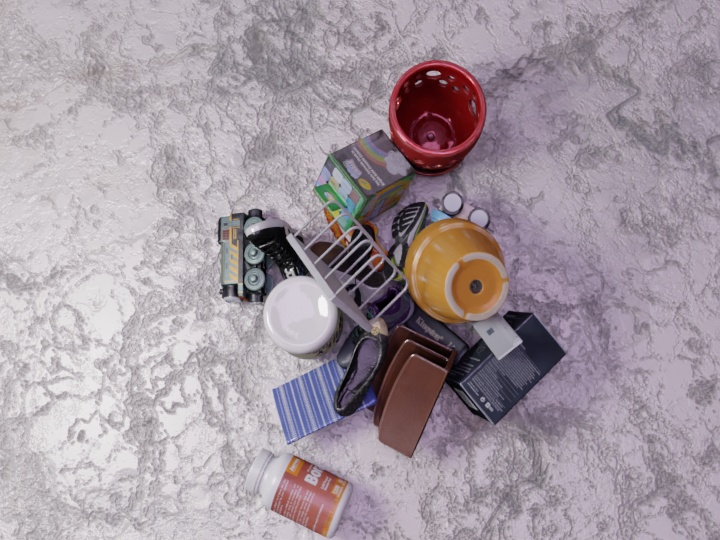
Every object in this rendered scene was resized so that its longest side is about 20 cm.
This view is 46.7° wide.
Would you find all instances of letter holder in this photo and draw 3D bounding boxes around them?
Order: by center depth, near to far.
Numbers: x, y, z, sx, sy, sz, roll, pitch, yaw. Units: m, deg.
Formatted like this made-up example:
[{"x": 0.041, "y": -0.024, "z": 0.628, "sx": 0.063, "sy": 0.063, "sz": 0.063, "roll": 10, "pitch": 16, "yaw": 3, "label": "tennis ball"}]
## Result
[{"x": 0.082, "y": 0.229, "z": 1.618, "sx": 0.140, "sy": 0.101, "sz": 0.204, "roll": 25, "pitch": 112, "yaw": 9, "label": "letter holder"}]

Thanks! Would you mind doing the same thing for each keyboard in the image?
[{"x": 0.257, "y": 0.114, "z": 1.603, "sx": 0.056, "sy": 0.200, "sz": 0.011, "roll": -44, "pitch": 109, "yaw": 6, "label": "keyboard"}]

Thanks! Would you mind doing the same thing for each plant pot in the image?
[{"x": 0.195, "y": 0.013, "z": 1.584, "sx": 0.195, "sy": 0.183, "sz": 0.206, "roll": -1, "pitch": 100, "yaw": -8, "label": "plant pot"}, {"x": 0.155, "y": -0.303, "z": 1.727, "sx": 0.195, "sy": 0.183, "sz": 0.206, "roll": 0, "pitch": 78, "yaw": 2, "label": "plant pot"}]

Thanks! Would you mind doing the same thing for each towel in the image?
[{"x": -0.073, "y": 0.252, "z": 1.668, "sx": 0.196, "sy": 0.024, "sz": 0.146, "roll": -25, "pitch": 44, "yaw": -2, "label": "towel"}]

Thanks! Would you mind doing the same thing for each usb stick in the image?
[{"x": 0.138, "y": 0.117, "z": 1.685, "sx": 0.056, "sy": 0.033, "sz": 0.199, "roll": -46, "pitch": 59, "yaw": -6, "label": "usb stick"}]

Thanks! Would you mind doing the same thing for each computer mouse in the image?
[{"x": 0.000, "y": 0.000, "z": 1.661, "sx": 0.058, "sy": 0.034, "sz": 0.204, "roll": -9, "pitch": 60, "yaw": 33, "label": "computer mouse"}]

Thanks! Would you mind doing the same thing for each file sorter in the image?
[{"x": -0.021, "y": -0.016, "z": 1.570, "sx": 0.124, "sy": 0.139, "sz": 0.201, "roll": -43, "pitch": 47, "yaw": 4, "label": "file sorter"}]

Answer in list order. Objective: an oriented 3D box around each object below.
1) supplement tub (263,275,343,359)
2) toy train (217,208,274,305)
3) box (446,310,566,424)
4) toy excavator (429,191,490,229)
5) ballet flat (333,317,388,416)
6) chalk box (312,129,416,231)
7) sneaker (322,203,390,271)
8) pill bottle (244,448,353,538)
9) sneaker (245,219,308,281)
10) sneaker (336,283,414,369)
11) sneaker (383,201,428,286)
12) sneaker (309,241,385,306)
[{"x": -0.108, "y": 0.098, "z": 1.644, "sx": 0.141, "sy": 0.200, "sz": 0.149, "roll": -1, "pitch": 80, "yaw": 4, "label": "supplement tub"}, {"x": -0.242, "y": -0.028, "z": 1.742, "sx": 0.111, "sy": 0.085, "sz": 0.206, "roll": -4, "pitch": 80, "yaw": 14, "label": "toy train"}, {"x": 0.277, "y": 0.185, "z": 1.630, "sx": 0.200, "sy": 0.148, "sz": 0.107, "roll": -43, "pitch": 94, "yaw": -6, "label": "box"}, {"x": 0.208, "y": -0.034, "z": 1.726, "sx": 0.192, "sy": 0.100, "sz": 0.203, "roll": 31, "pitch": 93, "yaw": 5, "label": "toy excavator"}, {"x": 0.005, "y": 0.186, "z": 1.602, "sx": 0.065, "sy": 0.057, "sz": 0.204, "roll": 20, "pitch": 81, "yaw": 9, "label": "ballet flat"}, {"x": -0.009, "y": -0.172, "z": 1.690, "sx": 0.198, "sy": 0.124, "sz": 0.125, "roll": -30, "pitch": 74, "yaw": -33, "label": "chalk box"}, {"x": -0.010, "y": -0.085, "z": 1.756, "sx": 0.077, "sy": 0.073, "sz": 0.201, "roll": -36, "pitch": 86, "yaw": -20, "label": "sneaker"}, {"x": -0.121, "y": 0.427, "z": 1.623, "sx": 0.196, "sy": 0.112, "sz": 0.114, "roll": 24, "pitch": 80, "yaw": 6, "label": "pill bottle"}, {"x": -0.155, "y": -0.032, "z": 1.676, "sx": 0.072, "sy": 0.199, "sz": 0.114, "roll": -21, "pitch": 77, "yaw": 19, "label": "sneaker"}, {"x": 0.016, "y": 0.107, "z": 1.667, "sx": 0.200, "sy": 0.088, "sz": 0.074, "roll": -45, "pitch": 52, "yaw": -3, "label": "sneaker"}, {"x": 0.105, "y": -0.052, "z": 1.739, "sx": 0.073, "sy": 0.081, "sz": 0.204, "roll": -3, "pitch": 57, "yaw": 38, "label": "sneaker"}, {"x": -0.032, "y": 0.016, "z": 1.730, "sx": 0.198, "sy": 0.086, "sz": 0.072, "roll": 35, "pitch": 53, "yaw": 30, "label": "sneaker"}]
